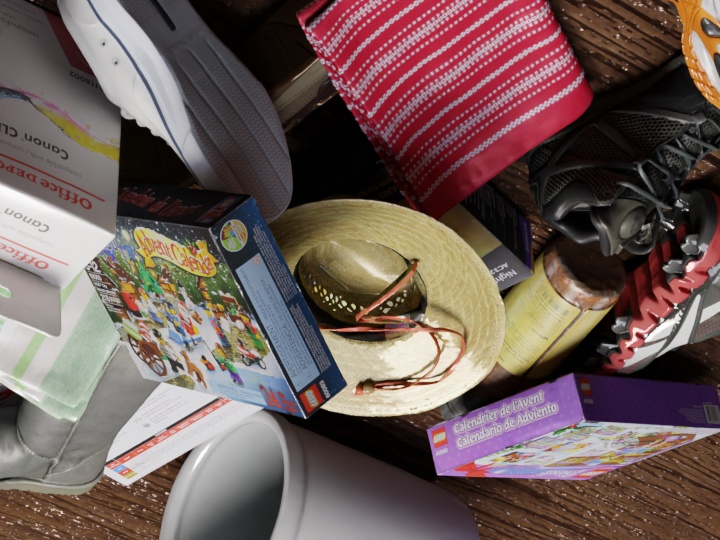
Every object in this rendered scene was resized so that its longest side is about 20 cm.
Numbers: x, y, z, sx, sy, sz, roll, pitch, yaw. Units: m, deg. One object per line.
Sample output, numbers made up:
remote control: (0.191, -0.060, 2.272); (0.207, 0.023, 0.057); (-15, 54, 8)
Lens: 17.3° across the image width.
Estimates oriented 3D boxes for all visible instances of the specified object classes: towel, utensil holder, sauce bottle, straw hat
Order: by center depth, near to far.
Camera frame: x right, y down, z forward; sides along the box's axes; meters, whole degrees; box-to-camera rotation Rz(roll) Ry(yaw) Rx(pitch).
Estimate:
towel: (0.059, -0.131, 1.487); (0.144, 0.023, 0.200); (-35, 135, -1)
straw hat: (0.000, 0.000, 1.553); (0.199, 0.085, 0.202); (2, 134, 2)
towel: (-0.242, -0.008, 1.564); (0.199, 0.023, 0.153); (28, 97, -10)
sauce bottle: (0.119, 0.050, 1.726); (0.066, 0.066, 0.200); (17, 138, -23)
utensil holder: (-0.030, 0.216, 1.846); (0.199, 0.171, 0.170); (23, 135, -33)

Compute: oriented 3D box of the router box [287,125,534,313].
router box: (-0.003, -0.016, 1.644); (0.199, 0.053, 0.157); (-26, 135, 27)

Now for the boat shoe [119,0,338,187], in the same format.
boat shoe: (-0.070, -0.101, 1.519); (0.200, 0.072, 0.072); (-38, 146, 18)

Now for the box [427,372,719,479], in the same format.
box: (0.163, 0.118, 1.762); (0.136, 0.039, 0.199); (-24, 161, 34)

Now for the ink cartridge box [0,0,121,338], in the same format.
ink cartridge box: (-0.210, -0.069, 1.448); (0.116, 0.201, 0.067); (23, 135, -29)

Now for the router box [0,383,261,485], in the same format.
router box: (-0.166, 0.065, 1.739); (0.199, 0.049, 0.179); (-30, 134, 30)

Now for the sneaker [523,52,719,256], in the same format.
sneaker: (0.201, -0.074, 1.539); (0.198, 0.115, 0.076); (-22, 139, 20)

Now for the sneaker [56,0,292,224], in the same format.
sneaker: (-0.113, -0.110, 1.456); (0.073, 0.201, 0.071); (-31, 179, -39)

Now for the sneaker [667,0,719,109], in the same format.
sneaker: (0.228, -0.188, 1.445); (0.092, 0.076, 0.201); (-37, 125, -12)

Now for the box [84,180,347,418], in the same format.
box: (-0.103, 0.014, 1.475); (0.199, 0.038, 0.137); (8, 130, 55)

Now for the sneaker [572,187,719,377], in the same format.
sneaker: (0.227, 0.025, 1.695); (0.097, 0.071, 0.201); (18, 136, -20)

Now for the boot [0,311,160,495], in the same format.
boot: (-0.226, 0.085, 1.665); (0.181, 0.073, 0.200); (1, 150, -27)
